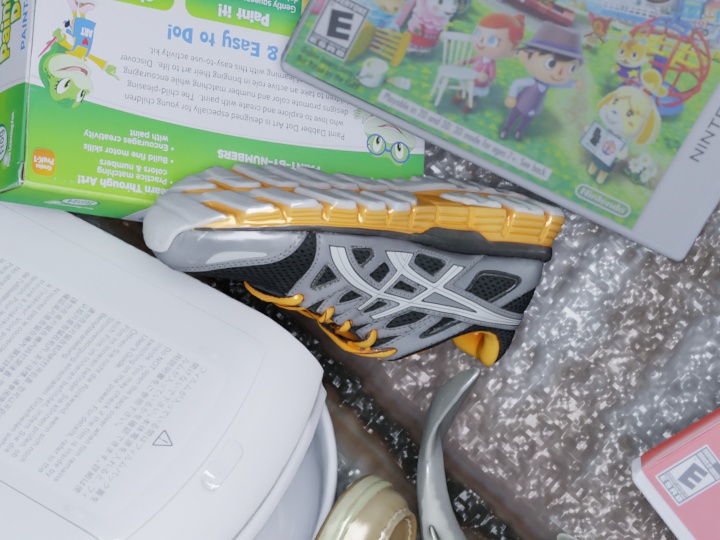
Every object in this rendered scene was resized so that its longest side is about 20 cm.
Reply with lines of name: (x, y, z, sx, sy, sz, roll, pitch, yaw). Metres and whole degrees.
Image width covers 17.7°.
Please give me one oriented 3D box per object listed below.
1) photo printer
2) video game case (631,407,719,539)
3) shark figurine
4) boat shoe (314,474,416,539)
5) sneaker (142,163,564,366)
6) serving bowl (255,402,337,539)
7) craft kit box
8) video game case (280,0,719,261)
photo printer: (-0.126, 0.062, 0.963, 0.200, 0.069, 0.166, 26, 60, 23)
video game case: (0.231, 0.082, 0.933, 0.200, 0.017, 0.143, -34, 106, 16)
shark figurine: (0.079, 0.144, 0.976, 0.214, 0.089, 0.128, 43, 101, 29)
boat shoe: (0.003, 0.184, 0.972, 0.063, 0.073, 0.200, 15, 108, 24)
sneaker: (0.000, 0.000, 0.968, 0.078, 0.200, 0.077, 28, 110, 55)
serving bowl: (-0.106, 0.108, 1.011, 0.200, 0.066, 0.200, -3, 54, 5)
craft kit box: (-0.060, -0.116, 1.005, 0.049, 0.200, 0.198, -16, 70, 55)
video game case: (0.094, -0.121, 0.974, 0.200, 0.022, 0.182, 25, 111, -10)
